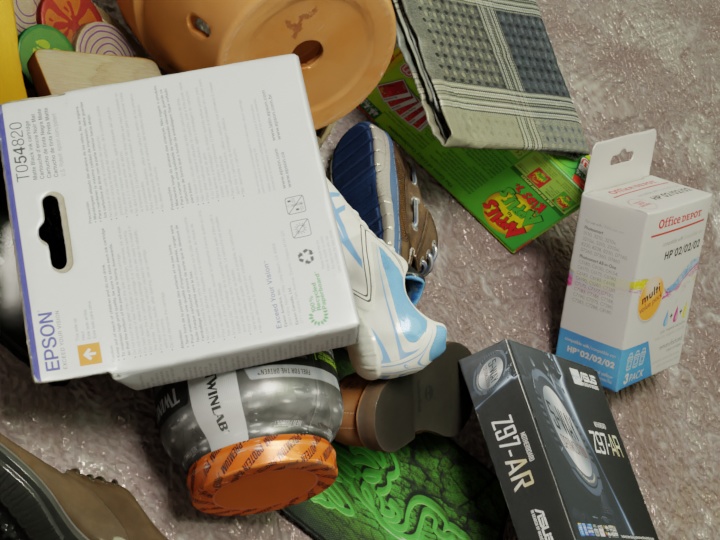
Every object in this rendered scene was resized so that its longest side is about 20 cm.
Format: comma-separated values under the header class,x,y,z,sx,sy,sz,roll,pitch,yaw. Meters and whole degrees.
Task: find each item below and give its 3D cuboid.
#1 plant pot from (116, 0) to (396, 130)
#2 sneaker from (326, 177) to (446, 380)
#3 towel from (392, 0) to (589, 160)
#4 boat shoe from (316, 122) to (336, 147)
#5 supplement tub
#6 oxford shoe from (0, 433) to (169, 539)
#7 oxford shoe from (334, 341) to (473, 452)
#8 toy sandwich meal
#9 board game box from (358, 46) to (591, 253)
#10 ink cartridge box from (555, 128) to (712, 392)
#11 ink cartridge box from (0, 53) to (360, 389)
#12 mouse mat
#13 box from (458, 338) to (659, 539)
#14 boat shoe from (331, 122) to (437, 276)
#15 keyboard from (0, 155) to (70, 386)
class,x,y,z,sx,sy,sz,roll,pitch,yaw
plant pot,-0.063,-0.191,1.134,0.199,0.201,0.140,12,34,-39
sneaker,0.000,0.000,1.123,0.072,0.072,0.201,-10,45,-20
towel,0.095,-0.179,1.293,0.199,0.034,0.194,1,65,-48
boat shoe,-0.066,-0.100,1.204,0.071,0.064,0.200,43,41,-13
supplement tub,-0.080,0.050,1.040,0.122,0.122,0.201,11,56,-40
oxford shoe,-0.178,0.148,0.929,0.200,0.073,0.085,44,24,-15
oxford shoe,0.028,0.088,1.161,0.200,0.071,0.072,-3,94,-61
toy sandwich meal,-0.194,-0.127,1.091,0.204,0.070,0.207,25,48,-31
board game box,0.101,-0.116,1.353,0.200,0.101,0.048,42,41,-15
ink cartridge box,0.236,-0.011,1.349,0.115,0.068,0.202,-17,119,-49
ink cartridge box,-0.116,-0.029,0.986,0.198,0.041,0.201,-9,66,-8
mouse mat,0.029,0.165,1.160,0.200,0.008,0.162,39,42,-17
box,0.158,0.146,1.226,0.200,0.043,0.161,21,48,-60
boat shoe,0.024,-0.025,1.225,0.072,0.072,0.201,27,47,-32
keyboard,-0.239,-0.023,1.014,0.200,0.040,0.104,45,64,-14
